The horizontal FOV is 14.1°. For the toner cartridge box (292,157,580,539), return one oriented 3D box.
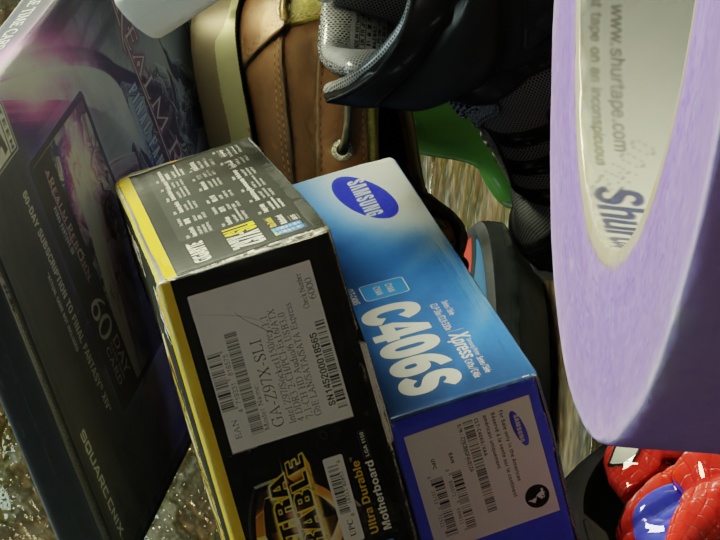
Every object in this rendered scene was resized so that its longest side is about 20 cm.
[{"bbox_3d":[0.019,0.042,0.842,0.200,0.043,0.095,-119,14,-68],"label":"toner cartridge box"}]

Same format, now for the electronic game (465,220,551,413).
[{"bbox_3d":[0.046,0.080,1.191,0.200,0.042,0.201,-176,90,-86],"label":"electronic game"}]

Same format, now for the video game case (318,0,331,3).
[{"bbox_3d":[0.046,-0.180,0.857,0.182,0.024,0.200,-40,22,17],"label":"video game case"}]

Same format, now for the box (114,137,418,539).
[{"bbox_3d":[-0.019,0.056,0.789,0.200,0.049,0.160,-129,21,-78],"label":"box"}]

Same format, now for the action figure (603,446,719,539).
[{"bbox_3d":[0.081,0.098,0.715,0.200,0.052,0.066,-89,1,-60],"label":"action figure"}]

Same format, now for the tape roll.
[{"bbox_3d":[0.089,-0.066,0.511,0.200,0.085,0.201,-175,90,-86],"label":"tape roll"}]

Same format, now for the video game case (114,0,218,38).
[{"bbox_3d":[0.026,-0.168,0.813,0.200,0.022,0.183,-28,29,39],"label":"video game case"}]

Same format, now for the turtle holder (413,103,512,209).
[{"bbox_3d":[0.037,-0.113,1.037,0.141,0.185,0.132,-48,21,21],"label":"turtle holder"}]

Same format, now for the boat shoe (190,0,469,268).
[{"bbox_3d":[0.000,0.000,0.963,0.072,0.068,0.200,-60,-42,-66],"label":"boat shoe"}]

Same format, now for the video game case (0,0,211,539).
[{"bbox_3d":[-0.075,-0.018,0.888,0.200,0.019,0.143,-65,-39,-59],"label":"video game case"}]

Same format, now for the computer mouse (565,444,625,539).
[{"bbox_3d":[0.069,0.125,0.833,0.200,0.044,0.110,-91,6,-51],"label":"computer mouse"}]

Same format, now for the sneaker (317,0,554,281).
[{"bbox_3d":[0.042,-0.062,0.912,0.200,0.114,0.076,103,171,-62],"label":"sneaker"}]
